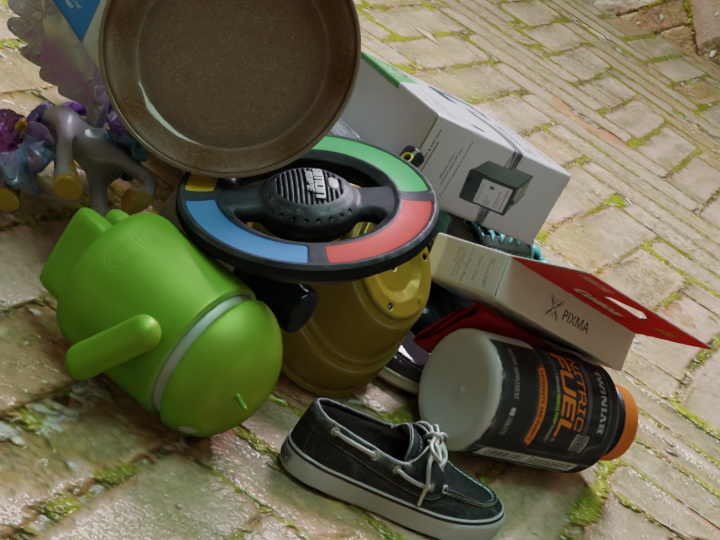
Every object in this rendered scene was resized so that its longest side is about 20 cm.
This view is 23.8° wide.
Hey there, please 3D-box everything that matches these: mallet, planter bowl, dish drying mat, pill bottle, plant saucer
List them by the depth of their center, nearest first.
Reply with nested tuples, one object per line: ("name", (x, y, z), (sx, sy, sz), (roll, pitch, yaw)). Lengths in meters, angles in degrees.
("plant saucer", (-0.098, -0.168, 1.298), (0.199, 0.201, 0.037), (32, -5, 2))
("mallet", (-0.011, -0.027, 1.335), (0.199, 0.041, 0.066), (-37, 65, -25))
("planter bowl", (0.000, 0.000, 1.411), (0.083, 0.203, 0.199), (-10, -12, 41))
("pill bottle", (0.154, 0.119, 1.495), (0.199, 0.107, 0.106), (14, 26, -39))
("dish drying mat", (0.133, 0.079, 1.541), (0.199, 0.076, 0.018), (29, 36, -47))

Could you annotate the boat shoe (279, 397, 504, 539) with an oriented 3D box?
("boat shoe", (0.037, 0.148, 1.310), (0.198, 0.068, 0.074), (24, 21, -20))

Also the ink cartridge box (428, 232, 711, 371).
("ink cartridge box", (0.177, 0.036, 1.471), (0.175, 0.045, 0.199), (17, -8, 47))

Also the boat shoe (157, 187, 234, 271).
("boat shoe", (-0.091, -0.003, 1.475), (0.199, 0.070, 0.071), (35, 20, 10))

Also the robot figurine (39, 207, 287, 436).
("robot figurine", (-0.139, 0.038, 1.241), (0.200, 0.116, 0.175), (38, 13, 18))

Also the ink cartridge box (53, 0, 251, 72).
("ink cartridge box", (-0.139, -0.239, 1.364), (0.145, 0.199, 0.084), (55, 1, -6))

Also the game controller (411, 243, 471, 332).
("game controller", (0.054, 0.010, 1.720), (0.103, 0.042, 0.200), (9, 26, -17))

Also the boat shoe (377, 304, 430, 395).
("boat shoe", (0.003, 0.034, 1.533), (0.200, 0.065, 0.072), (41, 19, 20))

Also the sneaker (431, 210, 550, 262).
("sneaker", (0.131, -0.027, 1.737), (0.078, 0.091, 0.200), (58, 9, 32))

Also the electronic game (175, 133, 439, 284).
("electronic game", (-0.039, -0.051, 1.280), (0.198, 0.042, 0.201), (3, 32, -2))

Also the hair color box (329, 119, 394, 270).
("hair color box", (-0.024, -0.072, 1.598), (0.099, 0.060, 0.201), (47, -12, 38))

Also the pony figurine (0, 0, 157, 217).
("pony figurine", (-0.247, -0.115, 1.434), (0.192, 0.167, 0.201), (31, 34, -20))

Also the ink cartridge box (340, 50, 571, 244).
("ink cartridge box", (0.082, -0.115, 1.631), (0.199, 0.084, 0.146), (19, 18, -43))

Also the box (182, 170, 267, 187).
("box", (-0.118, -0.161, 1.485), (0.124, 0.097, 0.201), (32, 26, -55))
